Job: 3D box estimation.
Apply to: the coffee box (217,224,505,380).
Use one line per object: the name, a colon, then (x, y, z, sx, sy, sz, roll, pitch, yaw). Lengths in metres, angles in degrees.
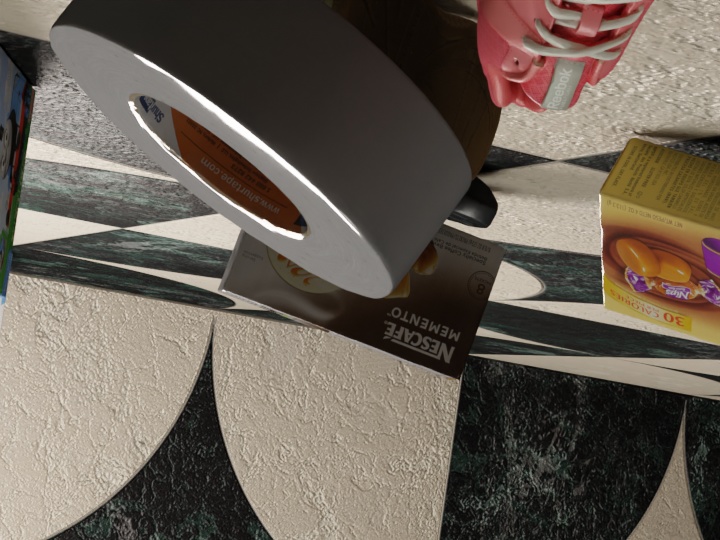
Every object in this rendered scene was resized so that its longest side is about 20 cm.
coffee box: (0.000, 0.000, 1.538, 0.199, 0.115, 0.080, 22, 176, -6)

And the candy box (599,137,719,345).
candy box: (0.252, -0.001, 1.219, 0.199, 0.057, 0.117, 20, 145, 23)

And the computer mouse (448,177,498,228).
computer mouse: (0.049, -0.062, 1.512, 0.058, 0.034, 0.200, 22, 176, -27)

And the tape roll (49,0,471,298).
tape roll: (-0.047, -0.073, 0.903, 0.200, 0.066, 0.200, 35, 168, 9)

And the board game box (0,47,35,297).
board game box: (-0.254, -0.066, 1.279, 0.036, 0.153, 0.200, 7, 175, 1)

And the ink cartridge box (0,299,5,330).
ink cartridge box: (-0.619, 0.035, 2.859, 0.145, 0.148, 0.200, 11, 175, -27)

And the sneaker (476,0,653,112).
sneaker: (0.086, -0.104, 0.713, 0.073, 0.088, 0.200, 8, 174, -7)

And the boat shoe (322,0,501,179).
boat shoe: (0.016, -0.103, 0.963, 0.062, 0.074, 0.200, 16, 166, 28)
